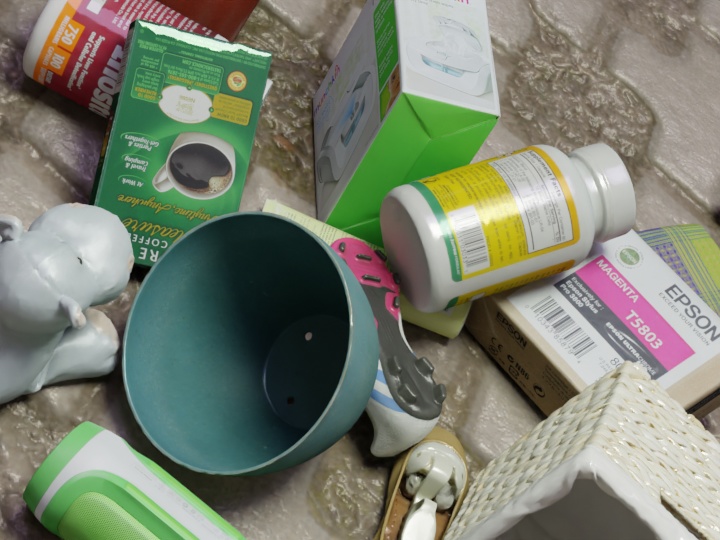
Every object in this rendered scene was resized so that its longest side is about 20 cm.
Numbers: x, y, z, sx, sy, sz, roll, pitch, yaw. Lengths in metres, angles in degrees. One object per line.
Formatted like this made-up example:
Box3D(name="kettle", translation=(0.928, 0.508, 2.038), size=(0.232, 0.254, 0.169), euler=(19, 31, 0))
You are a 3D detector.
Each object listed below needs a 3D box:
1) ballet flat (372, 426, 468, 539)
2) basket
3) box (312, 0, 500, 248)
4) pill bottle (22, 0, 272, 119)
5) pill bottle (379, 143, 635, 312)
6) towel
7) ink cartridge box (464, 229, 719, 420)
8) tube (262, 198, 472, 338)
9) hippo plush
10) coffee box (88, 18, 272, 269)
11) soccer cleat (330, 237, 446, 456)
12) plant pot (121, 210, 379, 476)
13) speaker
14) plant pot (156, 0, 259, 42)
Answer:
Box3D(name="ballet flat", translation=(0.053, 0.189, 1.367), size=(0.069, 0.063, 0.200), euler=(26, 45, -4))
Box3D(name="basket", translation=(0.189, 0.213, 1.304), size=(0.198, 0.200, 0.161), euler=(43, 33, -5))
Box3D(name="box", translation=(0.038, -0.146, 1.543), size=(0.097, 0.200, 0.177), euler=(12, 50, -19))
Box3D(name="pill bottle", translation=(-0.183, -0.175, 1.509), size=(0.200, 0.113, 0.113), euler=(28, 45, -4))
Box3D(name="pill bottle", translation=(0.127, -0.043, 1.467), size=(0.200, 0.113, 0.113), euler=(-18, 62, -17))
Box3D(name="towel", translation=(0.262, 0.027, 1.613), size=(0.200, 0.023, 0.144), euler=(-14, 59, -20))
Box3D(name="ink cartridge box", translation=(0.219, 0.061, 1.521), size=(0.165, 0.075, 0.200), euler=(-31, 66, -26))
Box3D(name="tube", translation=(0.000, 0.000, 1.512), size=(0.200, 0.052, 0.058), euler=(22, 5, -6))
Box3D(name="hippo plush", translation=(-0.258, 0.010, 1.280), size=(0.159, 0.161, 0.200), euler=(46, 47, 13))
Box3D(name="coffee box", translation=(-0.154, -0.098, 1.432), size=(0.123, 0.044, 0.200), euler=(12, 88, -19))
Box3D(name="soccer cleat", translation=(0.003, 0.064, 1.430), size=(0.070, 0.086, 0.200), euler=(9, 44, -36))
Box3D(name="plant pot", translation=(-0.064, 0.068, 1.340), size=(0.135, 0.200, 0.200), euler=(28, 31, -59))
Box3D(name="speaker", translation=(-0.143, 0.198, 1.238), size=(0.200, 0.088, 0.088), euler=(38, 46, 6))
Box3D(name="plant pot", translation=(-0.154, -0.303, 1.574), size=(0.201, 0.195, 0.201), euler=(15, 48, -17))
